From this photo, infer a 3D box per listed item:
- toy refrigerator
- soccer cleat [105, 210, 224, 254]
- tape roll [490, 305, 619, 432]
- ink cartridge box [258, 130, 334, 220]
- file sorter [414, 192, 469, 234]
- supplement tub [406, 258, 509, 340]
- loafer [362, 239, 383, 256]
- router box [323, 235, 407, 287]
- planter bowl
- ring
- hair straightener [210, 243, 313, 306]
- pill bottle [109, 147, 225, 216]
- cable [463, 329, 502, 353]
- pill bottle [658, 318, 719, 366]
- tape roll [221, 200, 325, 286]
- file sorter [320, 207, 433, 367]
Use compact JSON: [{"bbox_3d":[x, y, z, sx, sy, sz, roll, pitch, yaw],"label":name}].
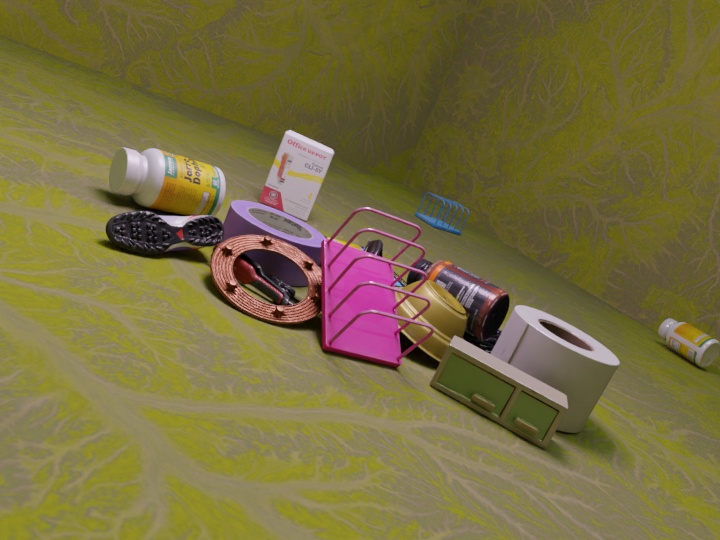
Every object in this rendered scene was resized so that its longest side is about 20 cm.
[{"bbox_3d":[0.216,0.188,0.955,0.199,0.076,0.070,28,14,11],"label":"toy refrigerator"},{"bbox_3d":[-0.322,-0.059,0.993,0.073,0.069,0.199,-7,-1,44],"label":"soccer cleat"},{"bbox_3d":[0.335,0.172,1.086,0.201,0.140,0.203,23,15,-6],"label":"tape roll"},{"bbox_3d":[-0.174,-0.259,1.657,0.144,0.202,0.083,22,14,-9],"label":"ink cartridge box"},{"bbox_3d":[0.376,-0.259,2.757,0.199,0.124,0.139,12,20,-44],"label":"file sorter"},{"bbox_3d":[0.189,0.048,1.214,0.199,0.108,0.107,30,15,32],"label":"supplement tub"},{"bbox_3d":[-0.012,0.010,1.085,0.071,0.074,0.201,14,44,15],"label":"loafer"},{"bbox_3d":[0.000,0.000,1.315,0.148,0.051,0.200,13,20,-40],"label":"router box"},{"bbox_3d":[0.132,0.077,1.108,0.200,0.084,0.201,37,13,-10],"label":"planter bowl"},{"bbox_3d":[-0.142,0.006,0.981,0.199,0.019,0.201,20,35,-15],"label":"ring"},{"bbox_3d":[-0.156,0.012,1.029,0.199,0.041,0.077,29,15,17],"label":"hair straightener"},{"bbox_3d":[-0.373,-0.170,1.179,0.199,0.114,0.113,11,19,-44],"label":"pill bottle"},{"bbox_3d":[0.249,0.118,1.319,0.162,0.051,0.200,24,13,-3],"label":"cable"},{"bbox_3d":[1.236,0.266,2.302,0.112,0.114,0.200,16,16,-32],"label":"pill bottle"},{"bbox_3d":[-0.168,-0.054,1.165,0.198,0.086,0.200,23,14,-6],"label":"tape roll"},{"bbox_3d":[0.028,0.022,0.949,0.138,0.125,0.202,17,51,-27],"label":"file sorter"}]
